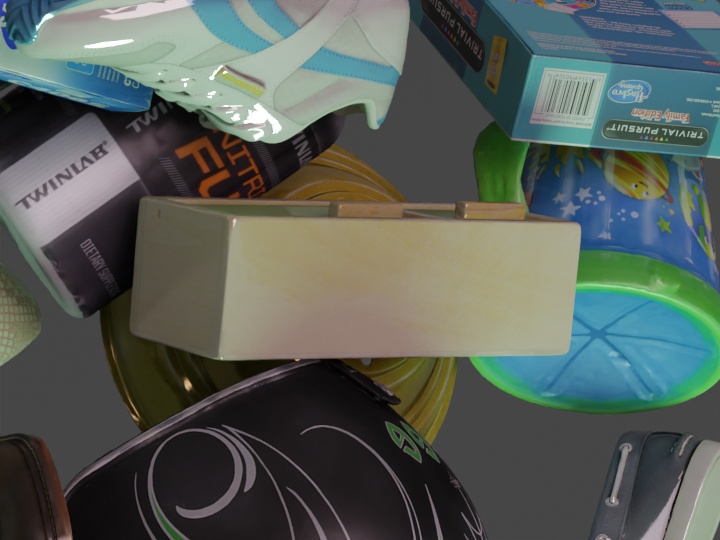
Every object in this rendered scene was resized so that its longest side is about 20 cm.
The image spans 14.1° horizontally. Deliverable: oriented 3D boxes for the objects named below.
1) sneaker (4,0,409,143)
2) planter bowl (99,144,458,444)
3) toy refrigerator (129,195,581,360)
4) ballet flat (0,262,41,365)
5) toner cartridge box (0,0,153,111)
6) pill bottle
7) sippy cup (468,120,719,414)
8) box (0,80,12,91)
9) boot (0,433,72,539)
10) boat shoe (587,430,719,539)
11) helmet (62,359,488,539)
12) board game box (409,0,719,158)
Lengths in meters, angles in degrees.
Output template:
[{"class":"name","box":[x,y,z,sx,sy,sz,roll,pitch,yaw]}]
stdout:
[{"class":"sneaker","box":[-0.059,-0.095,1.234,0.199,0.076,0.081,-5,106,-36]},{"class":"planter bowl","box":[-0.021,0.015,1.421,0.199,0.083,0.202,8,72,-26]},{"class":"toy refrigerator","box":[0.000,0.000,1.321,0.199,0.076,0.070,1,97,-37]},{"class":"ballet flat","box":[-0.230,-0.011,1.330,0.199,0.062,0.068,26,66,-19]},{"class":"toner cartridge box","box":[-0.118,-0.177,1.260,0.095,0.043,0.201,14,86,-29]},{"class":"pill bottle","box":[-0.081,-0.076,1.356,0.200,0.106,0.107,-36,94,-7]},{"class":"sippy cup","box":[0.124,-0.015,1.486,0.139,0.178,0.131,4,60,2]},{"class":"box","box":[-0.223,-0.153,1.237,0.158,0.048,0.201,-36,120,-51]},{"class":"boot","box":[-0.189,0.104,1.256,0.096,0.200,0.075,-8,106,-22]},{"class":"boat shoe","box":[0.126,0.170,1.481,0.061,0.073,0.201,18,69,25]},{"class":"helmet","box":[-0.034,0.157,1.304,0.199,0.200,0.191,-23,77,-31]},{"class":"board game box","box":[0.113,-0.121,1.470,0.150,0.200,0.047,4,116,-22]}]
